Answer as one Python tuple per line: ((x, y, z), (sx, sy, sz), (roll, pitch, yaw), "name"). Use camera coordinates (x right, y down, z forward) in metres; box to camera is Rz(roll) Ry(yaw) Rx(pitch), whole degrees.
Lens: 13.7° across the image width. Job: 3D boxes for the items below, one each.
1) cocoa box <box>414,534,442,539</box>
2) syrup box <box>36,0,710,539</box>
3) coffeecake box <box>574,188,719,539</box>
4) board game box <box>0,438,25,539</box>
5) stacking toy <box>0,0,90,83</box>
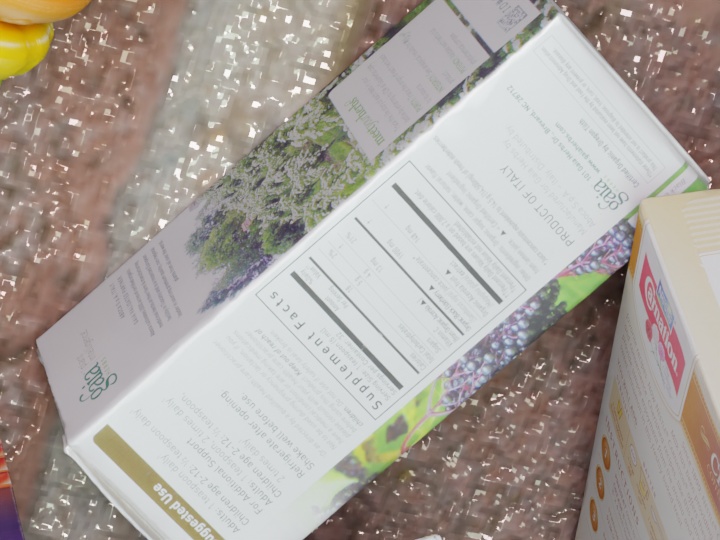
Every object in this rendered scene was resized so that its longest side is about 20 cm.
((-0.050, 0.183, 0.936), (0.200, 0.131, 0.134), (-17, 74, -6), "cocoa box")
((0.000, 0.000, 0.928), (0.200, 0.079, 0.081), (-42, 115, 5), "syrup box")
((0.126, 0.094, 0.914), (0.073, 0.154, 0.200), (-8, 141, -10), "coffeecake box")
((-0.197, 0.087, 0.870), (0.200, 0.165, 0.057), (-11, 114, -9), "board game box")
((-0.136, -0.073, 0.865), (0.116, 0.110, 0.200), (36, 111, -8), "stacking toy")
